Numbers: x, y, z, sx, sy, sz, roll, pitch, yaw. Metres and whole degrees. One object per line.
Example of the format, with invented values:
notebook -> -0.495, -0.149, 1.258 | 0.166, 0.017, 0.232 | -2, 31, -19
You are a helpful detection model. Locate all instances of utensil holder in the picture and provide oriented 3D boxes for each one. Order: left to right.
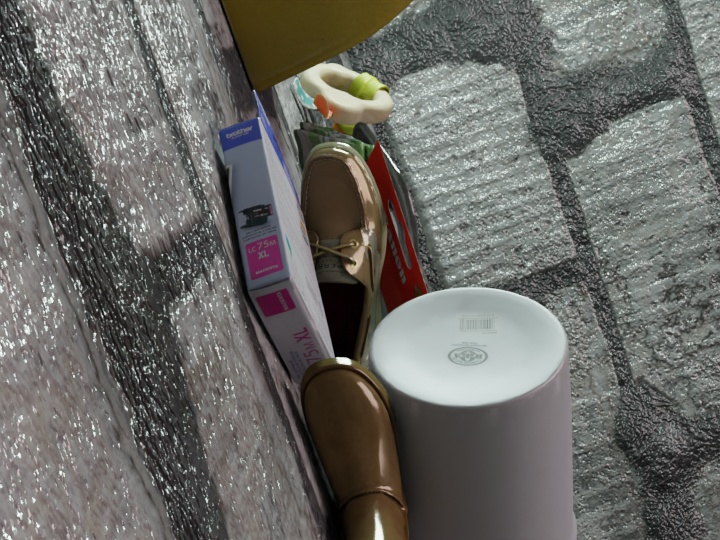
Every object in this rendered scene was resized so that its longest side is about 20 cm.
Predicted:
utensil holder -> 0.089, 0.140, 1.295 | 0.171, 0.168, 0.202 | -102, -175, -56

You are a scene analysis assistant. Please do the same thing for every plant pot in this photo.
plant pot -> -0.040, -0.311, 1.645 | 0.196, 0.198, 0.196 | -73, 144, -80

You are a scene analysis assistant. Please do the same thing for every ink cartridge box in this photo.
ink cartridge box -> -0.066, -0.028, 1.238 | 0.120, 0.042, 0.201 | 67, 9, -49
ink cartridge box -> 0.000, 0.000, 1.426 | 0.200, 0.056, 0.164 | 110, -36, -70

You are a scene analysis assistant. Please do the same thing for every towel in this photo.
towel -> -0.011, -0.062, 1.549 | 0.200, 0.030, 0.151 | -152, -132, -69

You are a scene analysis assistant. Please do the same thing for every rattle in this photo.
rattle -> -0.046, -0.182, 2.055 | 0.130, 0.143, 0.200 | 38, 26, -4

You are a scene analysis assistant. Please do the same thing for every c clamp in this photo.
c clamp -> 0.026, -0.037, 1.504 | 0.201, 0.027, 0.172 | -117, -165, -49

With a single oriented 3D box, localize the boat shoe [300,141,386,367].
boat shoe -> -0.017, -0.003, 1.343 | 0.066, 0.073, 0.202 | -53, 138, -69

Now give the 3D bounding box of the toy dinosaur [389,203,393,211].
toy dinosaur -> 0.021, -0.122, 2.408 | 0.103, 0.077, 0.200 | 60, 4, 32

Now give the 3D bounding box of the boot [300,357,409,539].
boot -> 0.007, 0.179, 1.136 | 0.200, 0.065, 0.176 | -95, 165, -64
